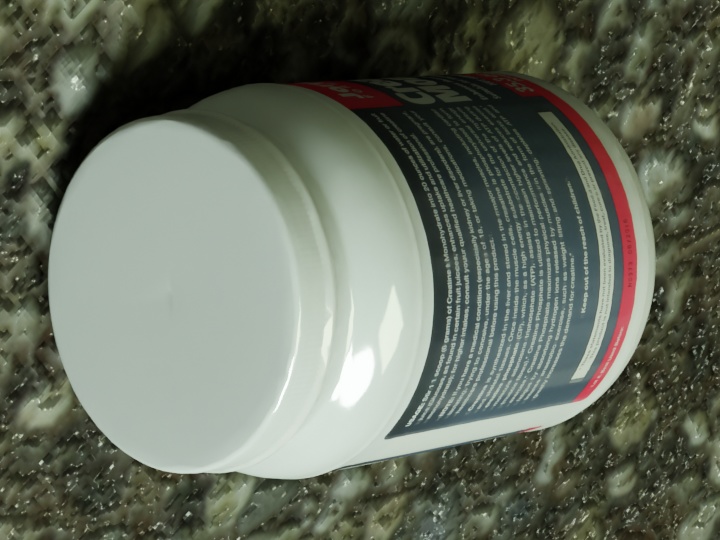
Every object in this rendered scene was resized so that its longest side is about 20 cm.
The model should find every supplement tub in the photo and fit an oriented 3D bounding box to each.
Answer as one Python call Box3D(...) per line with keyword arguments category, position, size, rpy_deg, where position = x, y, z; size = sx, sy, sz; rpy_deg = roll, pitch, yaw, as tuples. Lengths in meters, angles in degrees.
Box3D(category="supplement tub", position=(0.000, 0.000, 1.067), size=(0.200, 0.140, 0.141), rpy_deg=(-7, 121, -48))
